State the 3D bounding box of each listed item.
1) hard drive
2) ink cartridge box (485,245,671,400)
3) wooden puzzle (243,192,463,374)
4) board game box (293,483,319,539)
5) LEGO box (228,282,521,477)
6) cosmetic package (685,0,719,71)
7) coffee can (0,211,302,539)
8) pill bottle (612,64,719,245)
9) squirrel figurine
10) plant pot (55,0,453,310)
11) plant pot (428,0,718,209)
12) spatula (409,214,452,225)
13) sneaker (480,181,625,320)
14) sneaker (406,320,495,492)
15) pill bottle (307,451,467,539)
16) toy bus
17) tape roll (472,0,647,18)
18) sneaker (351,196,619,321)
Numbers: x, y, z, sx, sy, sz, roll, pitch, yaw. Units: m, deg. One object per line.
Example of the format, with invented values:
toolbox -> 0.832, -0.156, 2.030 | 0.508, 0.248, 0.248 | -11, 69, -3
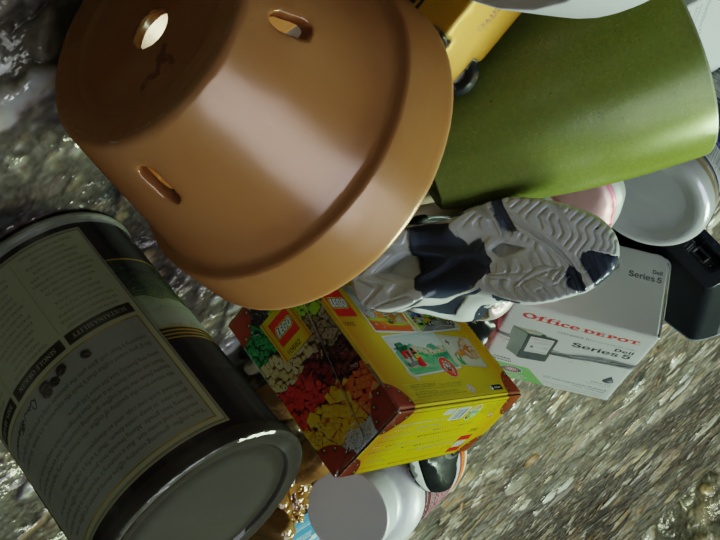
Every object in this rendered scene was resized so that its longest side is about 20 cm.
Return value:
hard drive -> 0.279, -0.027, 1.239 | 0.042, 0.200, 0.135 | -33, 151, -15
ink cartridge box -> 0.204, 0.046, 1.249 | 0.200, 0.144, 0.085 | 100, 3, -67
wooden puzzle -> 0.000, 0.000, 1.083 | 0.184, 0.037, 0.201 | -14, 145, -46
board game box -> -0.091, 0.303, 1.374 | 0.150, 0.047, 0.201 | -28, 150, -29
LEGO box -> 0.016, 0.071, 0.997 | 0.077, 0.149, 0.199 | -48, 155, 23
cosmetic package -> 0.296, -0.236, 1.096 | 0.199, 0.081, 0.113 | -30, 149, -24
coffee can -> -0.152, 0.082, 0.796 | 0.146, 0.200, 0.147 | -33, 152, -20
pill bottle -> 0.290, -0.127, 1.151 | 0.201, 0.115, 0.116 | -55, 164, -37
squirrel figurine -> -0.075, 0.154, 1.121 | 0.186, 0.142, 0.200 | -38, 172, -37
plant pot -> -0.068, -0.098, 0.688 | 0.200, 0.200, 0.140 | -47, 136, 8
plant pot -> 0.130, -0.129, 0.942 | 0.198, 0.188, 0.187 | -25, 152, -1
spatula -> 0.063, -0.037, 1.038 | 0.199, 0.021, 0.057 | -12, 155, -46
sneaker -> 0.136, -0.018, 1.060 | 0.105, 0.075, 0.200 | -44, -178, -37
sneaker -> 0.089, 0.125, 1.169 | 0.076, 0.087, 0.202 | -58, 147, -55
pill bottle -> 0.026, 0.207, 1.274 | 0.113, 0.113, 0.200 | -55, 168, 23
toy bus -> 0.063, -0.184, 0.848 | 0.200, 0.078, 0.065 | -50, 152, 12
tape roll -> 0.110, -0.241, 0.696 | 0.070, 0.203, 0.203 | -9, 138, -49
sneaker -> 0.100, -0.006, 0.966 | 0.197, 0.080, 0.129 | -14, 176, 16
